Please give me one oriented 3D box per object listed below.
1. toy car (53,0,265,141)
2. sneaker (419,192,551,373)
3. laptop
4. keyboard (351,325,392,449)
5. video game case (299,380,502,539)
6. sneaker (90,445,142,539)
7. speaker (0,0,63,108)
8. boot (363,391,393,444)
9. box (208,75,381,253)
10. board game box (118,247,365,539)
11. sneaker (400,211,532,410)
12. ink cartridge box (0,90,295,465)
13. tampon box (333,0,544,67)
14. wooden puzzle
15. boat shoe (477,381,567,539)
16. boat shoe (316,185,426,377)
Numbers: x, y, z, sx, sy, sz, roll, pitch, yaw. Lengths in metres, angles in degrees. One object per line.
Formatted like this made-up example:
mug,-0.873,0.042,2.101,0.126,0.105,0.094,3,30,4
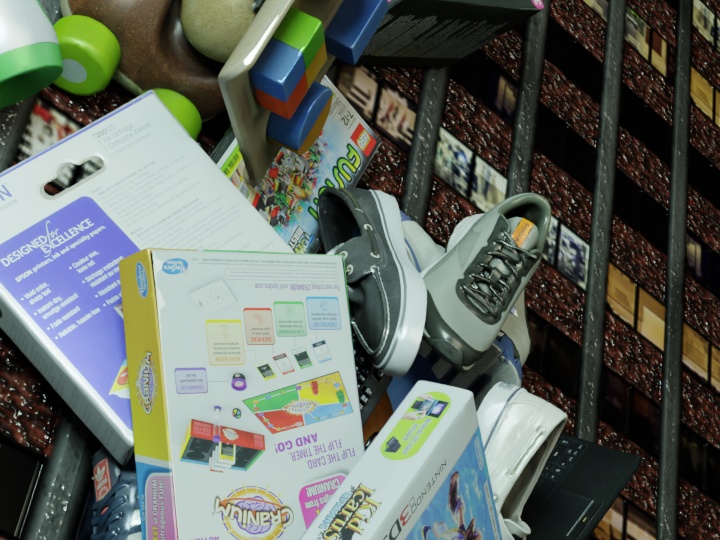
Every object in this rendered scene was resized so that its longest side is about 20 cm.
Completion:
toy car,-0.107,-0.203,1.075,0.158,0.200,0.165,41,45,-25
sneaker,0.094,0.001,1.141,0.074,0.079,0.200,42,38,-9
laptop,0.106,0.131,1.200,0.177,0.199,0.104,-39,136,-49
keyboard,-0.023,0.114,1.016,0.104,0.040,0.200,49,44,-14
video game case,0.031,0.205,0.944,0.181,0.045,0.201,-49,136,-41
sneaker,-0.149,0.159,0.946,0.085,0.075,0.200,46,37,-10
speaker,-0.272,-0.210,0.991,0.088,0.088,0.201,-22,87,-50
boot,-0.038,0.110,1.079,0.188,0.068,0.201,-1,66,-53
box,-0.061,-0.079,1.187,0.110,0.035,0.200,47,43,-19
board game box,-0.070,0.089,0.935,0.152,0.040,0.201,3,76,-39
sneaker,0.070,0.019,1.234,0.200,0.081,0.115,47,33,2
ink cartridge box,-0.148,-0.002,0.992,0.200,0.043,0.198,49,51,7
tampon box,0.038,-0.274,1.324,0.199,0.126,0.151,-7,74,-48
wooden puzzle,-0.030,-0.164,1.054,0.046,0.200,0.186,27,74,8
boat shoe,0.092,0.184,1.088,0.201,0.065,0.072,-65,156,-6
boat shoe,0.000,0.000,1.084,0.066,0.070,0.201,15,36,-18
